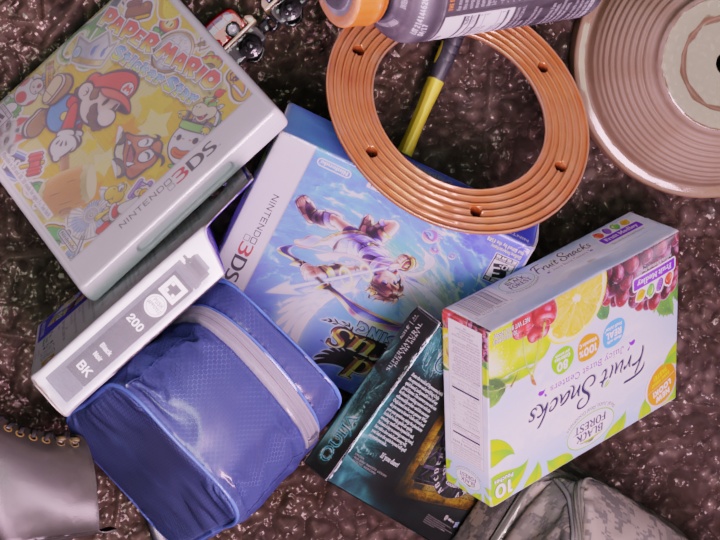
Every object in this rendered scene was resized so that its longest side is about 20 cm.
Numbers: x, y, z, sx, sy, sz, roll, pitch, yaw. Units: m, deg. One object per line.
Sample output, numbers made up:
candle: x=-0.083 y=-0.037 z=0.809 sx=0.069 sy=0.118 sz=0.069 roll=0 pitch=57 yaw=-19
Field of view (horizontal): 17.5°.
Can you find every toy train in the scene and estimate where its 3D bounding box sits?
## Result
toy train: x=-0.095 y=-0.165 z=1.697 sx=0.200 sy=0.034 sz=0.046 roll=-43 pitch=87 yaw=0

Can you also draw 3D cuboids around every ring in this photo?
ring: x=0.068 y=-0.111 z=1.640 sx=0.199 sy=0.019 sz=0.202 roll=9 pitch=59 yaw=-16

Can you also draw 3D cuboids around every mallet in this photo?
mallet: x=0.056 y=-0.131 z=1.694 sx=0.041 sy=0.066 sz=0.201 roll=25 pitch=92 yaw=-22

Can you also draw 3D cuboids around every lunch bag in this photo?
lunch bag: x=0.179 y=0.237 z=1.674 sx=0.199 sy=0.168 sz=0.140 roll=33 pitch=95 yaw=-20
lunch bag: x=-0.106 y=0.097 z=1.634 sx=0.136 sy=0.200 sz=0.132 roll=48 pitch=66 yaw=-5

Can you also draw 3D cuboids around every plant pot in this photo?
plant pot: x=0.256 y=-0.151 z=1.696 sx=0.199 sy=0.093 sz=0.203 roll=0 pitch=96 yaw=-3

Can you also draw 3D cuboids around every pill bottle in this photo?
pill bottle: x=0.068 y=-0.217 z=1.625 sx=0.199 sy=0.106 sz=0.107 roll=-11 pitch=97 yaw=-27

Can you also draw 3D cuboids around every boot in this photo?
boot: x=-0.257 y=0.106 z=1.639 sx=0.137 sy=0.077 sz=0.202 roll=-11 pitch=91 yaw=-12

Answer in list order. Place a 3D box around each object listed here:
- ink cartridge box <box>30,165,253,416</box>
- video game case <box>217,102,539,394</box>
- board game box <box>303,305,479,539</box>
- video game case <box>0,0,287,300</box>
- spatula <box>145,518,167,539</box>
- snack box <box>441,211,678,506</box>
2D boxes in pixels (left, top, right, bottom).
ink cartridge box: x=-0.143 y=0.005 z=1.626 sx=0.200 sy=0.198 sz=0.043 roll=-42 pitch=100 yaw=1
video game case: x=0.000 y=0.000 z=1.672 sx=0.199 sy=0.046 sz=0.182 roll=25 pitch=125 yaw=-6
board game box: x=0.056 y=0.119 z=1.671 sx=0.028 sy=0.200 sz=0.136 roll=35 pitch=89 yaw=38
video game case: x=-0.167 y=-0.100 z=1.633 sx=0.182 sy=0.200 sz=0.023 roll=-42 pitch=139 yaw=1
spatula: x=-0.157 y=0.155 z=1.726 sx=0.056 sy=0.020 sz=0.201 roll=-24 pitch=103 yaw=-31
snack box: x=0.144 y=0.061 z=1.655 sx=0.199 sy=0.053 sz=0.143 roll=-26 pitch=127 yaw=-36
